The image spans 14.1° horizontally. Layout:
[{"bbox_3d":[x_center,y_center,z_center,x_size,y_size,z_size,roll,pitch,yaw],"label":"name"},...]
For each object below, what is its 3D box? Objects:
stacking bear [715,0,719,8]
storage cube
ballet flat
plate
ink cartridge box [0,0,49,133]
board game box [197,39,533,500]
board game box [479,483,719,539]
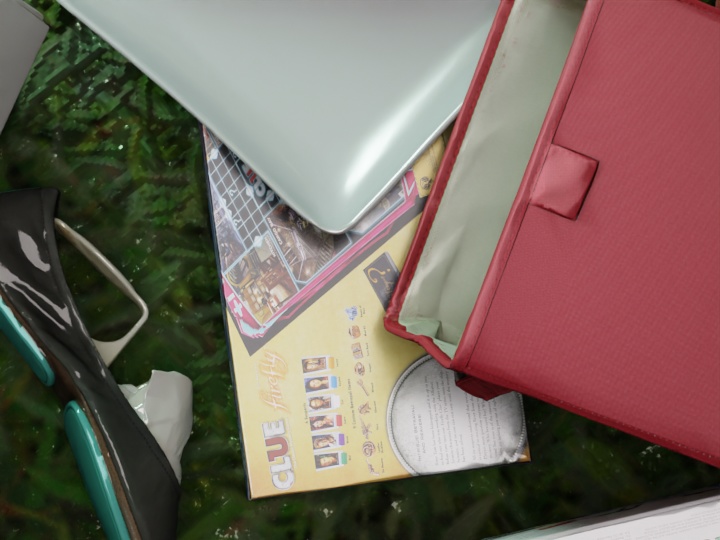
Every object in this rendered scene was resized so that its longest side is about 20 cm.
[{"bbox_3d":[0.161,-0.234,1.354,0.114,0.121,0.200,-36,80,-19],"label":"stacking bear"},{"bbox_3d":[0.134,-0.021,1.240,0.179,0.171,0.200,21,91,-10],"label":"storage cube"},{"bbox_3d":[-0.119,0.048,1.338,0.068,0.068,0.200,-28,88,-13],"label":"ballet flat"},{"bbox_3d":[-0.016,-0.139,1.348,0.199,0.032,0.200,41,75,12],"label":"plate"},{"bbox_3d":[-0.253,-0.058,1.311,0.145,0.084,0.200,23,85,16],"label":"ink cartridge box"},{"bbox_3d":[0.000,0.000,1.361,0.135,0.035,0.201,-7,86,-4],"label":"board game box"},{"bbox_3d":[0.092,0.132,1.311,0.199,0.126,0.035,-13,86,-3],"label":"board game box"}]
